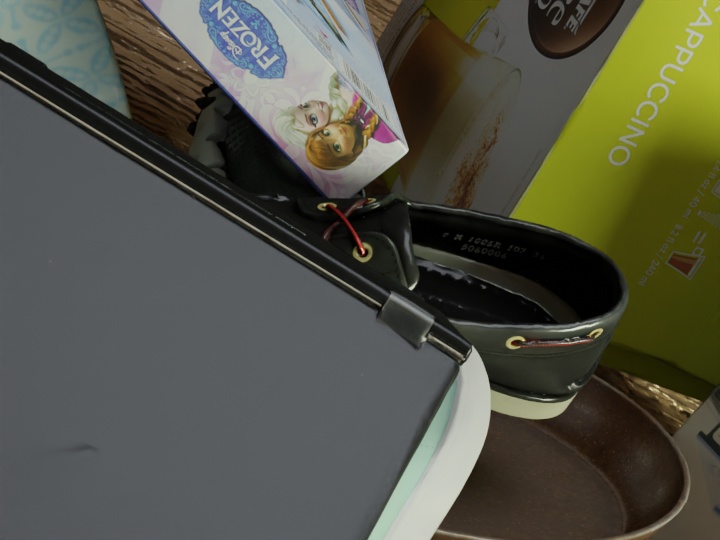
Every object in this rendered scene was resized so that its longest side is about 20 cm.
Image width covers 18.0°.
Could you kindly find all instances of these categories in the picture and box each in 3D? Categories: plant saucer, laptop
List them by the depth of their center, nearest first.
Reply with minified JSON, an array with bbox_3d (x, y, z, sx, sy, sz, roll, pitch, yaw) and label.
[{"bbox_3d":[-0.077,0.019,0.653,0.187,0.116,0.200,32,1,-1],"label":"laptop"},{"bbox_3d":[0.026,0.068,0.878,0.200,0.035,0.200,12,21,-5],"label":"plant saucer"}]

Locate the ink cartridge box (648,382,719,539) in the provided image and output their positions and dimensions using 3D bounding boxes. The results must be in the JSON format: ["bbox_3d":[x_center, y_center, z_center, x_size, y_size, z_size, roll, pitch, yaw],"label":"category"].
[{"bbox_3d":[0.210,0.071,0.939,0.146,0.200,0.086,-2,47,-47],"label":"ink cartridge box"}]

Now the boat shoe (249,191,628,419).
[{"bbox_3d":[0.000,-0.002,0.828,0.201,0.063,0.074,14,42,-16],"label":"boat shoe"}]

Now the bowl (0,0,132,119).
[{"bbox_3d":[-0.167,-0.063,0.827,0.200,0.108,0.200,-17,90,-76],"label":"bowl"}]

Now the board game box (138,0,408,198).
[{"bbox_3d":[-0.067,-0.141,0.925,0.200,0.041,0.200,47,12,-21],"label":"board game box"}]

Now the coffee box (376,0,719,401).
[{"bbox_3d":[0.143,-0.080,1.031,0.200,0.200,0.198,20,25,-25],"label":"coffee box"}]

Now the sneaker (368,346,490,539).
[{"bbox_3d":[-0.033,0.051,0.715,0.118,0.074,0.200,43,37,-10],"label":"sneaker"}]

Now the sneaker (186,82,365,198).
[{"bbox_3d":[-0.035,-0.023,0.942,0.090,0.067,0.200,16,24,-4],"label":"sneaker"}]
